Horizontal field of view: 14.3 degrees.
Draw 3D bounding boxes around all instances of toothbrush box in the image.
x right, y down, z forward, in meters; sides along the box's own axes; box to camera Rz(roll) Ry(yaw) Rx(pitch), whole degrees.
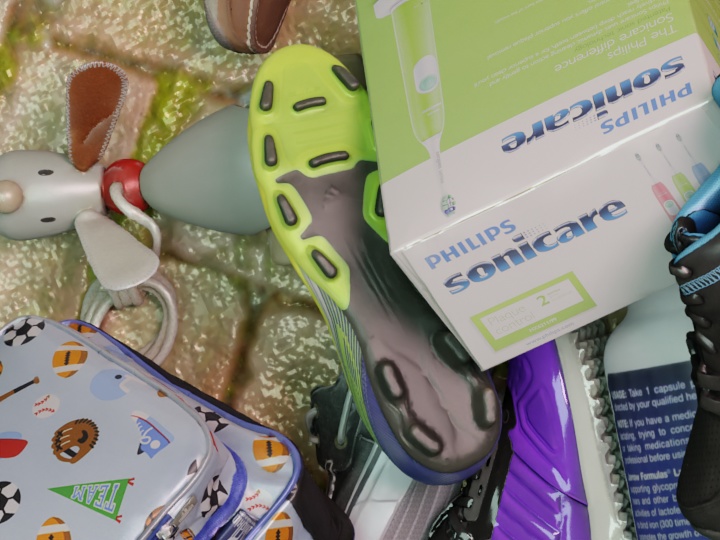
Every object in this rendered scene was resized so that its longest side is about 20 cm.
[{"bbox_3d":[0.084,-0.078,1.208,0.145,0.200,0.086,-26,129,16],"label":"toothbrush box"}]

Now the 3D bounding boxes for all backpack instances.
[{"bbox_3d":[-0.123,0.129,1.240,0.200,0.154,0.191,27,77,40],"label":"backpack"}]

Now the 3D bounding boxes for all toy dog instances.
[{"bbox_3d":[-0.085,-0.039,1.313,0.200,0.096,0.132,-28,84,16],"label":"toy dog"}]

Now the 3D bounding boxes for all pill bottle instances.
[{"bbox_3d":[0.167,0.069,1.230,0.115,0.116,0.201,-11,89,17],"label":"pill bottle"}]

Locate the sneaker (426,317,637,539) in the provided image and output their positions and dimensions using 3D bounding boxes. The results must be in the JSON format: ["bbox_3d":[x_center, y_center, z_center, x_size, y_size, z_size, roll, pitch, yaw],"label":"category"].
[{"bbox_3d":[0.073,0.097,1.282,0.099,0.070,0.201,-12,88,17],"label":"sneaker"}]

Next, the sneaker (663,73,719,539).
[{"bbox_3d":[0.149,0.011,1.114,0.082,0.073,0.201,10,111,-13],"label":"sneaker"}]

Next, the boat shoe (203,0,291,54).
[{"bbox_3d":[-0.016,-0.190,1.299,0.072,0.076,0.201,21,100,13],"label":"boat shoe"}]

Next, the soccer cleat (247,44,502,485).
[{"bbox_3d":[-0.001,0.001,1.239,0.065,0.084,0.201,-23,83,-13],"label":"soccer cleat"}]

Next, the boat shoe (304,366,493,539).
[{"bbox_3d":[0.011,0.069,1.310,0.071,0.072,0.201,20,87,23],"label":"boat shoe"}]
